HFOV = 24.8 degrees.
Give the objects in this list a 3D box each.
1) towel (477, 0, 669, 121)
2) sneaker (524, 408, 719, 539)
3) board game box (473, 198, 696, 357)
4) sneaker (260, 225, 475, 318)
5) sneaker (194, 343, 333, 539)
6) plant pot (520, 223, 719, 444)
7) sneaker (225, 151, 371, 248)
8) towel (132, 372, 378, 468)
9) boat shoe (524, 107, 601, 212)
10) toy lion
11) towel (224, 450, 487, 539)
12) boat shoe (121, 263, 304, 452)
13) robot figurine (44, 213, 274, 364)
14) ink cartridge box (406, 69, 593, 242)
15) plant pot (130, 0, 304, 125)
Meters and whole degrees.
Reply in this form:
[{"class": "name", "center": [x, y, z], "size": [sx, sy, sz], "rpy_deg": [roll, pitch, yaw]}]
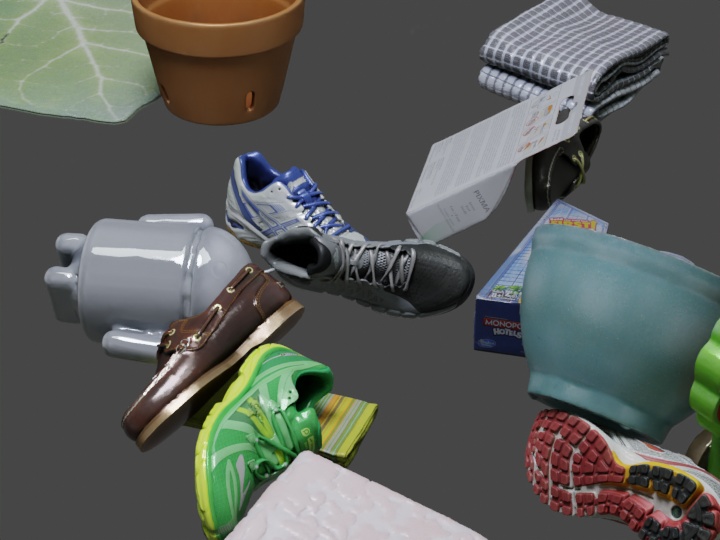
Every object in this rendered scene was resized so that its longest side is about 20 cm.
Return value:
[{"class": "towel", "center": [0.257, -0.255, 1.946], "size": [0.165, 0.086, 0.200], "rpy_deg": [23, 38, 30]}, {"class": "sneaker", "center": [0.212, 0.169, 1.294], "size": [0.082, 0.078, 0.199], "rpy_deg": [7, 15, -47]}, {"class": "board game box", "center": [0.221, 0.010, 1.542], "size": [0.199, 0.062, 0.200], "rpy_deg": [7, 33, 11]}, {"class": "sneaker", "center": [0.000, 0.000, 1.499], "size": [0.199, 0.076, 0.115], "rpy_deg": [6, -3, 14]}, {"class": "sneaker", "center": [-0.076, 0.133, 1.307], "size": [0.083, 0.074, 0.201], "rpy_deg": [7, 43, 18]}, {"class": "plant pot", "center": [0.214, 0.062, 1.345], "size": [0.199, 0.135, 0.200], "rpy_deg": [21, -6, 2]}, {"class": "sneaker", "center": [-0.061, -0.052, 1.612], "size": [0.199, 0.089, 0.075], "rpy_deg": [26, 38, 32]}, {"class": "towel", "center": [-0.089, 0.120, 1.405], "size": [0.199, 0.018, 0.086], "rpy_deg": [11, 30, 17]}, {"class": "boat shoe", "center": [0.215, -0.119, 1.739], "size": [0.060, 0.072, 0.201], "rpy_deg": [5, 29, 14]}, {"class": "toy lion", "center": [0.337, 0.082, 1.305], "size": [0.199, 0.193, 0.069], "rpy_deg": [-22, 38, -32]}, {"class": "towel", "center": [-0.013, 0.231, 1.192], "size": [0.190, 0.032, 0.200], "rpy_deg": [23, 39, 18]}, {"class": "boat shoe", "center": [-0.135, 0.070, 1.373], "size": [0.070, 0.070, 0.200], "rpy_deg": [43, 53, 7]}, {"class": "robot figurine", "center": [-0.181, 0.013, 1.480], "size": [0.199, 0.113, 0.170], "rpy_deg": [5, 54, 7]}, {"class": "ink cartridge box", "center": [0.151, -0.115, 1.665], "size": [0.199, 0.050, 0.161], "rpy_deg": [-23, 23, 25]}, {"class": "plant pot", "center": [-0.163, -0.260, 1.893], "size": [0.199, 0.141, 0.201], "rpy_deg": [1, 32, -1]}]
